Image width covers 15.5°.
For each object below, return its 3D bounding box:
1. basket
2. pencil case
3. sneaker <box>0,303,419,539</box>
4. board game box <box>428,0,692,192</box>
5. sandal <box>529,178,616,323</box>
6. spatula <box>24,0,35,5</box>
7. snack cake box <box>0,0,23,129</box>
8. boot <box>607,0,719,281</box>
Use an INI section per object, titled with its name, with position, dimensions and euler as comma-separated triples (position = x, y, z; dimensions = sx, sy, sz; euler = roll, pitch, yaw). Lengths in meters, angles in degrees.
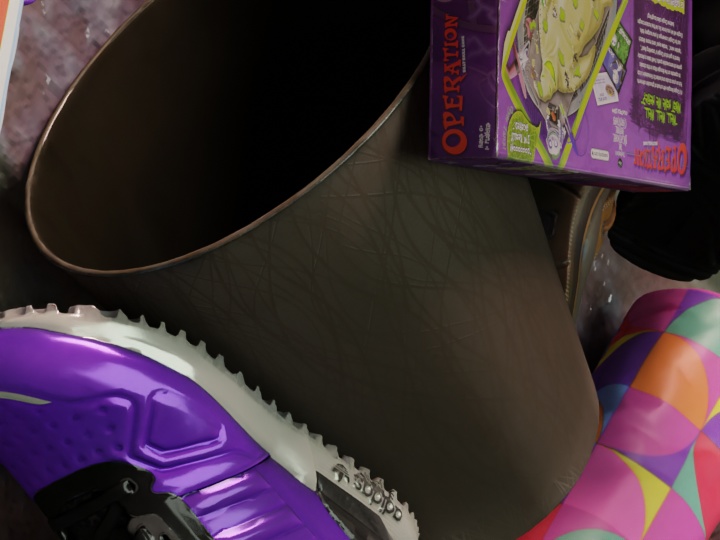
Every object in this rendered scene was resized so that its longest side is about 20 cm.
[basket]
position = 0.000, 0.000, 0.931
dimensions = 0.180, 0.136, 0.200
euler = -51, 134, -22
[pencil case]
position = 0.111, 0.100, 1.116
dimensions = 0.200, 0.088, 0.089
euler = -57, 133, -34
[sneaker]
position = -0.059, 0.089, 0.858
dimensions = 0.200, 0.069, 0.100
euler = 34, 52, -32
[board game box]
position = 0.073, -0.091, 0.908
dimensions = 0.200, 0.032, 0.121
euler = 5, 82, -66
[sandal]
position = 0.076, -0.023, 1.073
dimensions = 0.055, 0.081, 0.201
euler = 50, 50, -61
[spatula]
position = -0.135, -0.049, 0.836
dimensions = 0.056, 0.021, 0.201
euler = 12, 84, -31
[snack cake box]
position = -0.161, -0.077, 0.755
dimensions = 0.115, 0.067, 0.201
euler = 19, 75, -43
[boot]
position = 0.168, -0.097, 1.075
dimensions = 0.073, 0.198, 0.163
euler = 24, 65, -8
